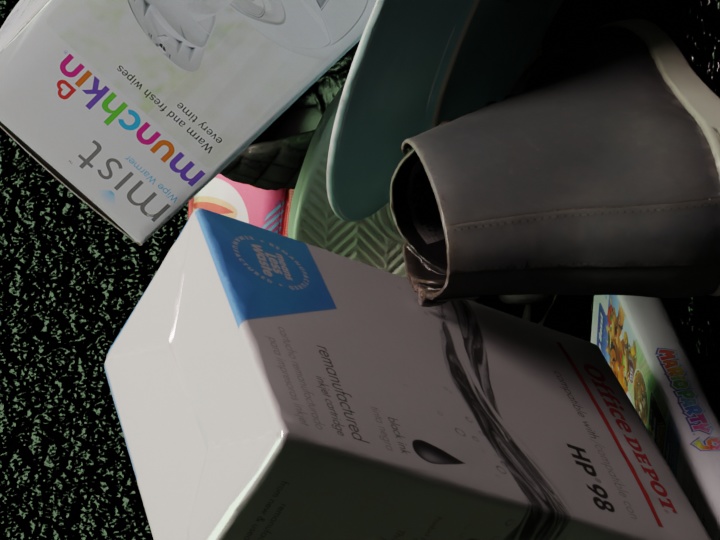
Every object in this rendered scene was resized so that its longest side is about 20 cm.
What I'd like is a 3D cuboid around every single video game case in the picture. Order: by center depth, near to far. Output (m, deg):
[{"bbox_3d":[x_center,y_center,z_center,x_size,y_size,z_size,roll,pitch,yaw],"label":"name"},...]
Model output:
[{"bbox_3d":[0.109,0.104,0.803,0.200,0.018,0.144,-106,13,-56],"label":"video game case"}]

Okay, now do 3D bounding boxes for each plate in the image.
[{"bbox_3d":[0.048,-0.102,0.801,0.200,0.026,0.200,-57,-13,-20],"label":"plate"}]

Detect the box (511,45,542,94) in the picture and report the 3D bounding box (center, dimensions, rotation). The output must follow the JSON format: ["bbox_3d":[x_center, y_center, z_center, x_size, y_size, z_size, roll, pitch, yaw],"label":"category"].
[{"bbox_3d":[0.049,-0.179,1.039,0.144,0.036,0.201,-129,36,-77],"label":"box"}]

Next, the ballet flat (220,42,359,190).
[{"bbox_3d":[0.011,-0.087,0.959,0.200,0.057,0.067,-35,77,34],"label":"ballet flat"}]

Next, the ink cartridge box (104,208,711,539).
[{"bbox_3d":[0.031,0.063,0.717,0.067,0.200,0.116,-57,32,23],"label":"ink cartridge box"}]

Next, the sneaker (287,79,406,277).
[{"bbox_3d":[0.000,0.000,0.950,0.085,0.075,0.201,-106,26,-69],"label":"sneaker"}]

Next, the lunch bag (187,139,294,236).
[{"bbox_3d":[-0.015,-0.053,1.130,0.200,0.082,0.177,-11,-71,-68],"label":"lunch bag"}]

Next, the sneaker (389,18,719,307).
[{"bbox_3d":[0.056,-0.041,0.779,0.200,0.106,0.075,-124,31,-74],"label":"sneaker"}]

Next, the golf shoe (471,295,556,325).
[{"bbox_3d":[0.045,0.002,1.020,0.200,0.072,0.092,109,155,-72],"label":"golf shoe"}]

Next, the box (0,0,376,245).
[{"bbox_3d":[-0.043,-0.135,0.895,0.176,0.097,0.200,-42,15,27],"label":"box"}]
